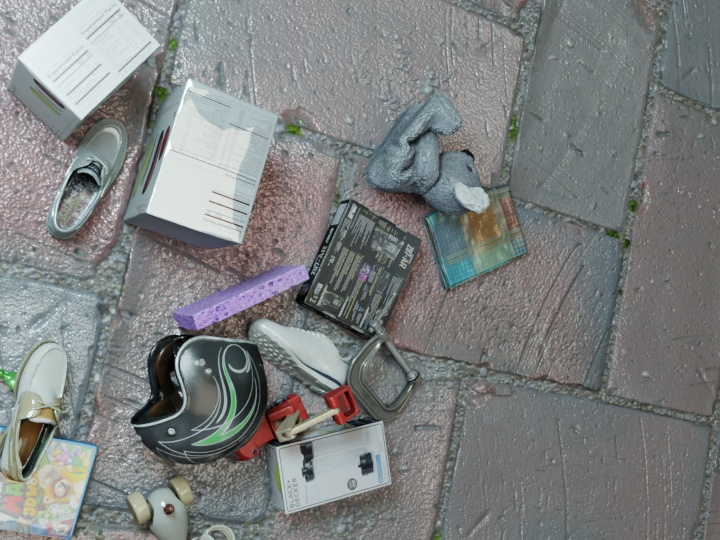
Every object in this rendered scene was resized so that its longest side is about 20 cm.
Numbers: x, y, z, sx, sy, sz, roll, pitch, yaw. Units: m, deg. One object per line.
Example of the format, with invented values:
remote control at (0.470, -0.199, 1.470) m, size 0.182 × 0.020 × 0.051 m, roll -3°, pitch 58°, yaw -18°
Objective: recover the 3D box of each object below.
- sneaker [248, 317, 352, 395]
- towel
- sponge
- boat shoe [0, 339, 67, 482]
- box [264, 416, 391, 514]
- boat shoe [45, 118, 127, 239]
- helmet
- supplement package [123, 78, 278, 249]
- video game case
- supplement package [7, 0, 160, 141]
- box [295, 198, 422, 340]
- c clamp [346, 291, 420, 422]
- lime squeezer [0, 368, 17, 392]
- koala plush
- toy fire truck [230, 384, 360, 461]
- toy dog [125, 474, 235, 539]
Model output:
sneaker at (-0.100, 0.131, 1.423) m, size 0.200 × 0.076 × 0.081 m, roll 40°, pitch 62°, yaw -25°
towel at (0.219, -0.065, 1.600) m, size 0.200 × 0.022 × 0.147 m, roll -23°, pitch 100°, yaw -25°
sponge at (-0.189, 0.041, 1.350) m, size 0.200 × 0.111 × 0.030 m, roll -24°, pitch 101°, yaw -25°
boat shoe at (-0.456, 0.201, 1.212) m, size 0.075 × 0.068 × 0.201 m, roll 17°, pitch 86°, yaw -44°
box at (-0.054, 0.327, 1.440) m, size 0.199 × 0.060 × 0.117 m, roll -8°, pitch 92°, yaw -26°
boat shoe at (-0.401, -0.138, 1.271) m, size 0.070 × 0.071 × 0.201 m, roll 29°, pitch 77°, yaw -23°
helmet at (-0.240, 0.195, 1.284) m, size 0.200 × 0.200 × 0.191 m, roll 8°, pitch 82°, yaw -26°
supplement package at (-0.244, -0.151, 1.281) m, size 0.147 × 0.191 × 0.201 m, roll 19°, pitch 81°, yaw -24°
video game case at (-0.503, 0.306, 1.245) m, size 0.200 × 0.018 × 0.144 m, roll 18°, pitch 82°, yaw -24°
supplement package at (-0.395, -0.287, 1.204) m, size 0.111 × 0.200 × 0.156 m, roll 46°, pitch 71°, yaw -18°
box at (0.000, 0.000, 1.480) m, size 0.160 × 0.044 × 0.200 m, roll 28°, pitch 77°, yaw -23°
c clamp at (0.050, 0.165, 1.482) m, size 0.171 × 0.027 × 0.200 m, roll -47°, pitch 130°, yaw -23°
lime squeezer at (-0.530, 0.172, 1.231) m, size 0.200 × 0.038 × 0.071 m, roll 20°, pitch 112°, yaw -25°
koala plush at (0.129, -0.168, 1.476) m, size 0.200 × 0.177 × 0.184 m, roll 40°, pitch 83°, yaw -14°
toy fire truck at (-0.115, 0.246, 1.367) m, size 0.200 × 0.141 × 0.049 m, roll -27°, pitch 101°, yaw -24°
toy dog at (-0.277, 0.411, 1.310) m, size 0.132 × 0.096 × 0.200 m, roll -44°, pitch 107°, yaw -20°
